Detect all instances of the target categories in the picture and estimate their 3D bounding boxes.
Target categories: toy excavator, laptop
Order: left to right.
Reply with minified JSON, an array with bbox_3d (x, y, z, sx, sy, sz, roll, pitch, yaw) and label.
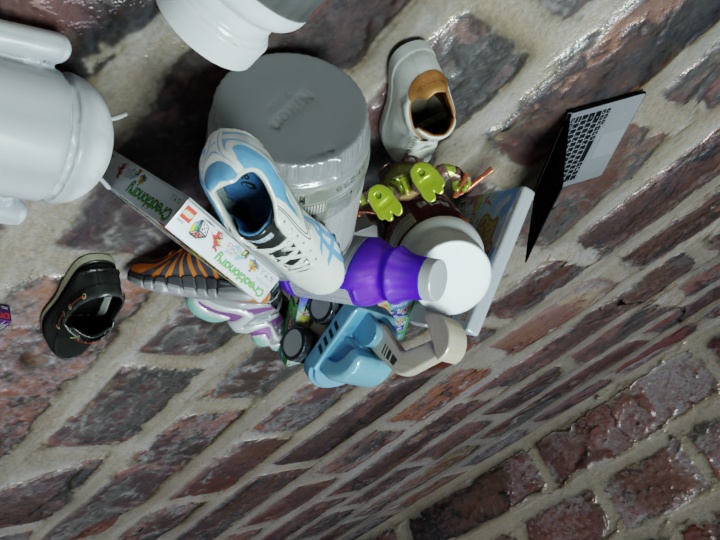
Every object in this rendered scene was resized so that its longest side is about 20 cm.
[{"bbox_3d":[0.020,0.096,0.899,0.100,0.200,0.195,19,112,-46],"label":"toy excavator"},{"bbox_3d":[0.321,-0.132,1.041,0.199,0.116,0.188,-17,152,-13],"label":"laptop"}]

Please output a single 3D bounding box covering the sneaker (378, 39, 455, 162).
[{"bbox_3d":[0.067,-0.161,0.824,0.073,0.085,0.200,-23,155,-5],"label":"sneaker"}]

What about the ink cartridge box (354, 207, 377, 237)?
[{"bbox_3d":[-0.039,-0.019,1.008,0.117,0.068,0.200,-18,153,-10],"label":"ink cartridge box"}]

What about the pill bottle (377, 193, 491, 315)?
[{"bbox_3d":[0.092,-0.030,0.926,0.114,0.200,0.115,-4,114,-8],"label":"pill bottle"}]

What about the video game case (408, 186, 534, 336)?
[{"bbox_3d":[0.144,-0.013,0.979,0.022,0.201,0.182,26,171,-18],"label":"video game case"}]

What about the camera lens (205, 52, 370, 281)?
[{"bbox_3d":[-0.076,-0.097,0.741,0.159,0.160,0.200,-15,151,-17],"label":"camera lens"}]

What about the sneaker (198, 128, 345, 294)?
[{"bbox_3d":[-0.075,-0.034,0.627,0.072,0.073,0.200,-16,137,21],"label":"sneaker"}]

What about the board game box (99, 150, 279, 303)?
[{"bbox_3d":[-0.174,-0.048,0.691,0.035,0.200,0.126,-52,133,-8],"label":"board game box"}]

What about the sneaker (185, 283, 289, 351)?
[{"bbox_3d":[-0.121,0.035,0.981,0.199,0.078,0.140,22,133,-33],"label":"sneaker"}]

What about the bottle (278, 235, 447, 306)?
[{"bbox_3d":[0.000,0.000,0.825,0.199,0.084,0.065,7,135,30],"label":"bottle"}]

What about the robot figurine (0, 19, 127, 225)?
[{"bbox_3d":[-0.290,-0.117,0.586,0.199,0.113,0.170,8,115,-45],"label":"robot figurine"}]

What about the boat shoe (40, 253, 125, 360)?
[{"bbox_3d":[-0.353,0.062,0.911,0.073,0.063,0.201,-2,147,-39],"label":"boat shoe"}]

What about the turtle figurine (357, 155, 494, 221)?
[{"bbox_3d":[0.062,-0.102,0.839,0.199,0.065,0.161,-12,-172,5],"label":"turtle figurine"}]

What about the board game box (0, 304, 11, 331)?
[{"bbox_3d":[-0.530,0.093,0.861,0.200,0.032,0.120,-35,146,21],"label":"board game box"}]

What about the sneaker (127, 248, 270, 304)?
[{"bbox_3d":[-0.190,-0.022,0.880,0.199,0.113,0.078,4,174,19],"label":"sneaker"}]

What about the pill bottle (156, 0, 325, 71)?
[{"bbox_3d":[-0.057,-0.252,0.531,0.200,0.116,0.116,-40,149,28],"label":"pill bottle"}]

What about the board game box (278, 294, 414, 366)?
[{"bbox_3d":[-0.012,0.059,1.019,0.199,0.029,0.135,-10,133,-30],"label":"board game box"}]
